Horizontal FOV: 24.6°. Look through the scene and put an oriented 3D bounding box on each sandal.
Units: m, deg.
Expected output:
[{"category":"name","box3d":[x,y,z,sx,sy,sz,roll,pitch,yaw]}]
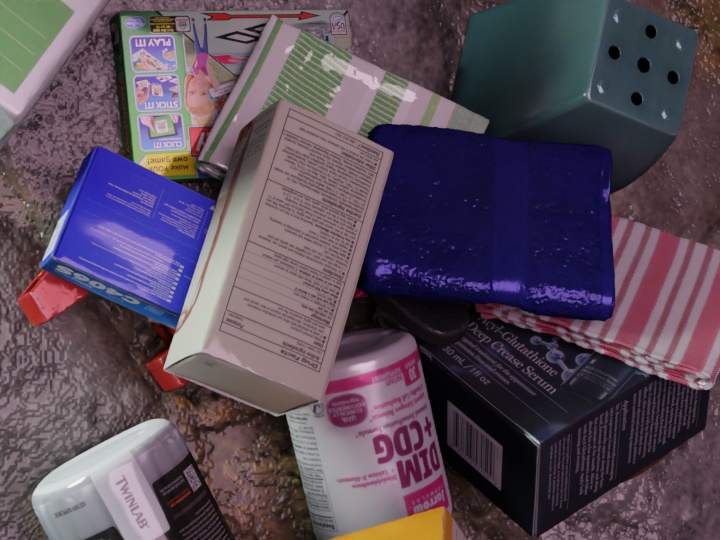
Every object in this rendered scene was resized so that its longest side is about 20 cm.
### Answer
[{"category":"sandal","box3d":[0.000,0.000,1.315,0.200,0.045,0.075,42,42,19]}]

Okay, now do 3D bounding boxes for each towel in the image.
[{"category":"towel","box3d":[0.206,0.015,1.319,0.198,0.030,0.147,20,46,14]},{"category":"towel","box3d":[-0.013,-0.101,1.310,0.198,0.023,0.154,26,70,-2]},{"category":"towel","box3d":[0.098,-0.036,1.276,0.198,0.050,0.149,7,63,-6]}]

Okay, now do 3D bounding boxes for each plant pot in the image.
[{"category":"plant pot","box3d":[0.182,-0.150,1.364,0.140,0.200,0.143,19,76,-21]}]

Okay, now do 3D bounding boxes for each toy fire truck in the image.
[{"category":"toy fire truck","box3d":[-0.149,0.014,1.282,0.200,0.049,0.142,-39,98,-24]}]

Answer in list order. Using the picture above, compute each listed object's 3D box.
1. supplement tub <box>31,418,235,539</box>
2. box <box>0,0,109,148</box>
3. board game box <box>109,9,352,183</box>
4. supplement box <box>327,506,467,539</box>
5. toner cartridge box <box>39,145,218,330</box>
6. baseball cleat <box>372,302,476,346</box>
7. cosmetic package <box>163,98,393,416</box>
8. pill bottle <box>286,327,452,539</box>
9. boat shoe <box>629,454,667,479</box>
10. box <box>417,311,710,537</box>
[{"category":"supplement tub","box3d":[-0.148,0.223,1.219,0.122,0.122,0.201,-29,95,-24]},{"category":"box","box3d":[-0.290,-0.205,1.162,0.198,0.200,0.172,37,69,-14]},{"category":"board game box","box3d":[-0.097,-0.141,1.334,0.198,0.029,0.136,-5,85,-24]},{"category":"supplement box","box3d":[0.047,0.279,1.231,0.201,0.125,0.074,58,22,-35]},{"category":"toner cartridge box","box3d":[-0.131,-0.006,1.243,0.199,0.043,0.096,26,70,-17]},{"category":"baseball cleat","box3d":[0.046,-0.012,1.360,0.106,0.070,0.202,-26,94,-24]},{"category":"cosmetic package","box3d":[-0.059,-0.008,1.203,0.103,0.087,0.202,25,68,-19]},{"category":"pill bottle","box3d":[0.009,0.156,1.295,0.112,0.113,0.202,-17,100,-24]},{"category":"boat shoe","box3d":[0.205,0.156,1.408,0.198,0.074,0.076,-19,92,-24]},{"category":"box","box3d":[0.166,0.095,1.336,0.199,0.148,0.108,-27,134,-28]}]
